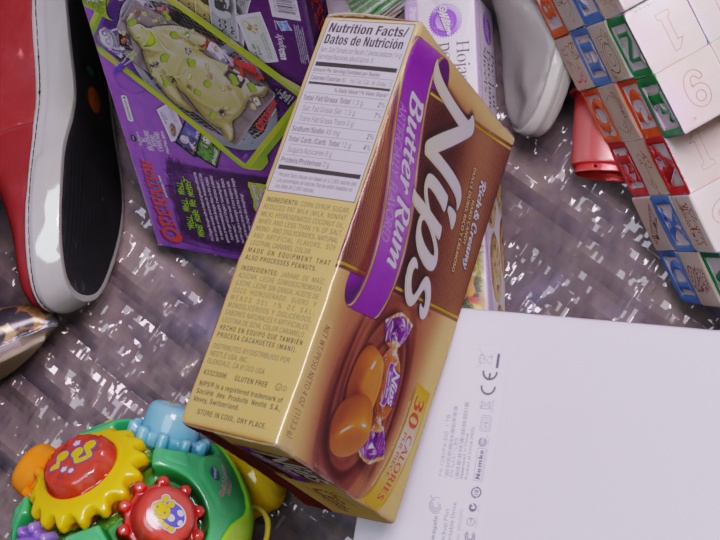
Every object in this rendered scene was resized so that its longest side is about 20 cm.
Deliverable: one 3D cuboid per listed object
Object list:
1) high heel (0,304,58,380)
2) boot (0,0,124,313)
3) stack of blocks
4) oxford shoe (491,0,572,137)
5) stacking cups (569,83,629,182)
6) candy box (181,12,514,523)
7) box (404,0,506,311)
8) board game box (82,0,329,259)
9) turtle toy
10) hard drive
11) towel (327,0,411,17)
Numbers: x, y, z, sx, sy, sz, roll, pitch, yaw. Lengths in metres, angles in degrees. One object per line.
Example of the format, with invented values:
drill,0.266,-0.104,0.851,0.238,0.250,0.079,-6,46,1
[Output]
high heel,-0.261,0.007,1.014,0.199,0.071,0.144,-19,78,19
boot,-0.208,-0.062,1.009,0.143,0.072,0.202,-13,68,15
stack of blocks,0.145,-0.085,0.845,0.058,0.115,0.201,-27,95,-7
oxford shoe,0.078,-0.168,0.926,0.057,0.075,0.202,0,92,-18
stacking cups,0.136,-0.146,0.928,0.060,0.060,0.202,0,85,17
candy box,0.000,0.000,0.847,0.056,0.117,0.201,10,71,32
box,0.049,-0.038,0.944,0.038,0.041,0.202,-5,79,17
board game box,-0.064,-0.078,0.910,0.119,0.201,0.032,7,50,15
turtle toy,-0.116,0.140,0.899,0.145,0.101,0.201,-21,34,12
hard drive,0.096,0.089,0.854,0.198,0.025,0.133,4,80,30
towel,-0.038,-0.180,1.002,0.199,0.023,0.153,-37,72,8
